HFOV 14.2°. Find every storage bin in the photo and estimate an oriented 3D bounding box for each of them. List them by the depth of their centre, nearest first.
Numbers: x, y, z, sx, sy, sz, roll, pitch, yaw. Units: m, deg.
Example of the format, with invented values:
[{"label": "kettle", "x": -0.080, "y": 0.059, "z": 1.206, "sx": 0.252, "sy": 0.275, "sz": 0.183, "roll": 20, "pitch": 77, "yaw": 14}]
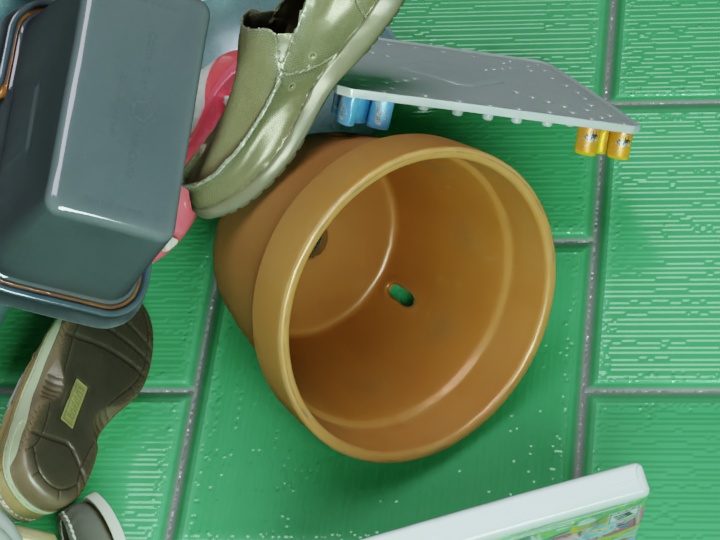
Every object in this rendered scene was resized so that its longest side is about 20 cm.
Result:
[{"label": "storage bin", "x": -0.168, "y": -0.086, "z": 1.766, "sx": 0.145, "sy": 0.134, "sz": 0.201, "roll": 15, "pitch": 70, "yaw": -18}]

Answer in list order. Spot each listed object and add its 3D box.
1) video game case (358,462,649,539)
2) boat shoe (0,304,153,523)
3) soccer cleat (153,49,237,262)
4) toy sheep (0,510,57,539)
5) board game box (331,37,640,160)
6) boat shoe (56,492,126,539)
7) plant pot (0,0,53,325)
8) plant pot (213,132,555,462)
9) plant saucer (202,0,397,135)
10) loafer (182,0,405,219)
[{"label": "video game case", "x": 0.060, "y": 0.164, "z": 1.622, "sx": 0.199, "sy": 0.182, "sz": 0.022, "roll": -16, "pitch": 73, "yaw": -4}, {"label": "boat shoe", "x": -0.193, "y": 0.083, "z": 1.814, "sx": 0.076, "sy": 0.072, "sz": 0.200, "roll": -32, "pitch": 19, "yaw": 35}, {"label": "soccer cleat", "x": -0.129, "y": -0.068, "z": 1.899, "sx": 0.200, "sy": 0.067, "sz": 0.076, "roll": -48, "pitch": 26, "yaw": -16}, {"label": "toy sheep", "x": -0.248, "y": 0.185, "z": 1.672, "sx": 0.137, "sy": 0.139, "sz": 0.200, "roll": -9, "pitch": 23, "yaw": 3}, {"label": "board game box", "x": 0.056, "y": -0.116, "z": 1.866, "sx": 0.199, "sy": 0.026, "sz": 0.200, "roll": 6, "pitch": 14, "yaw": -16}, {"label": "boat shoe", "x": -0.149, "y": 0.216, "z": 1.682, "sx": 0.060, "sy": 0.072, "sz": 0.202, "roll": -16, "pitch": 51, "yaw": -11}, {"label": "plant pot", "x": -0.274, "y": -0.063, "z": 1.886, "sx": 0.199, "sy": 0.201, "sz": 0.197, "roll": 9, "pitch": 58, "yaw": 18}, {"label": "plant pot", "x": 0.000, "y": 0.000, "z": 1.780, "sx": 0.200, "sy": 0.201, "sz": 0.140, "roll": -34, "pitch": 35, "yaw": -20}, {"label": "plant saucer", "x": -0.067, "y": -0.117, "z": 1.987, "sx": 0.199, "sy": 0.039, "sz": 0.202, "roll": -5, "pitch": 47, "yaw": 6}, {"label": "loafer", "x": -0.052, "y": -0.122, "z": 1.749, "sx": 0.200, "sy": 0.067, "sz": 0.076, "roll": -53, "pitch": 20, "yaw": 6}]
